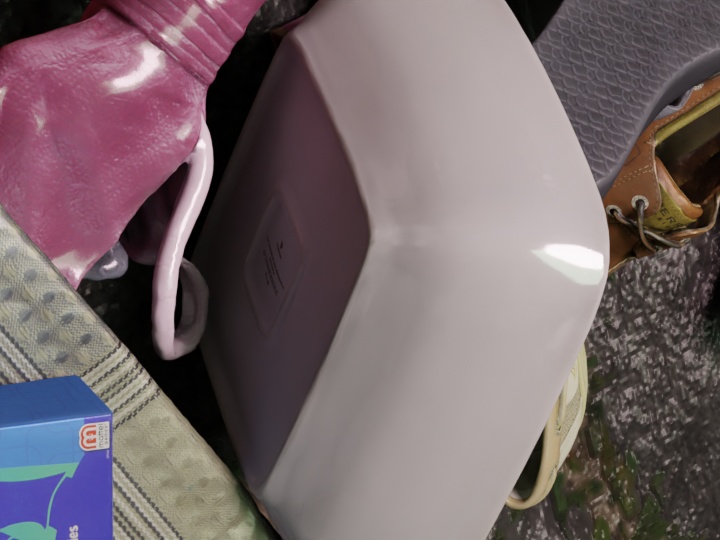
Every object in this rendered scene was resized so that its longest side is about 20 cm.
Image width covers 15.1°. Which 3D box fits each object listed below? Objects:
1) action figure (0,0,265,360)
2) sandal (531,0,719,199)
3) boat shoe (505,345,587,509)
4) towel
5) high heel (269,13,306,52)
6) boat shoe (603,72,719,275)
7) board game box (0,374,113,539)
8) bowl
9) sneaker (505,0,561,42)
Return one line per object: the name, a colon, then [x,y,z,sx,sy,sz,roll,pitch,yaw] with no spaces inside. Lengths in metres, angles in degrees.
action figure: [-0.068,-0.085,0.955,0.149,0.134,0.200,39,95,2]
sandal: [0.102,-0.084,1.063,0.200,0.076,0.043,-42,164,-38]
boat shoe: [0.050,0.000,1.100,0.063,0.073,0.201,-75,157,-58]
towel: [-0.148,0.096,0.948,0.193,0.035,0.200,-40,117,-8]
high heel: [-0.001,-0.160,1.070,0.096,0.067,0.200,-31,134,-27]
boat shoe: [0.114,-0.041,1.140,0.200,0.068,0.072,-50,136,11]
board game box: [-0.181,0.122,0.896,0.200,0.045,0.152,-6,108,-22]
bowl: [0.000,0.000,0.991,0.075,0.200,0.200,8,127,-24]
sneaker: [0.098,-0.134,1.150,0.200,0.091,0.076,61,38,-30]
